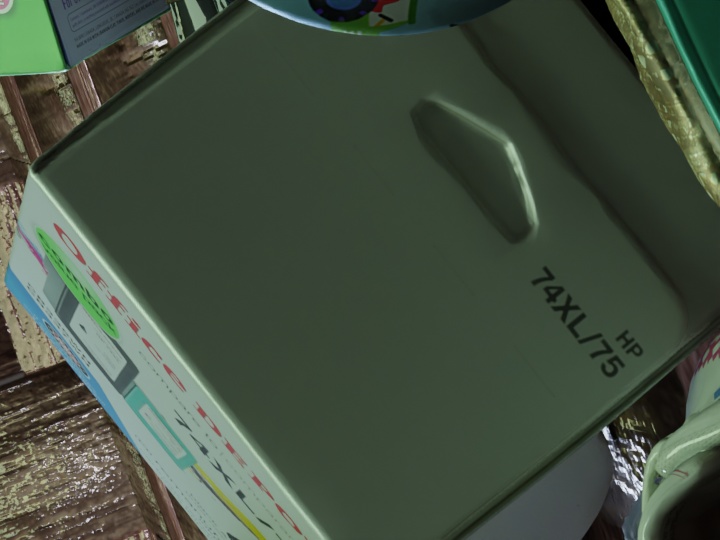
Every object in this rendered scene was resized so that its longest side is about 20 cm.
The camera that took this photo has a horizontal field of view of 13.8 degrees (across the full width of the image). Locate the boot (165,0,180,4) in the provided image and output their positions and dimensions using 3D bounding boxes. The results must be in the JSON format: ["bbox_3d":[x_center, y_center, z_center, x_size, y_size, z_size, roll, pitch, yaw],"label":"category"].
[{"bbox_3d":[-0.021,-0.157,0.786,0.186,0.064,0.200,-102,19,-72],"label":"boot"}]

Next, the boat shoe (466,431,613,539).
[{"bbox_3d":[0.000,0.104,1.049,0.072,0.200,0.069,36,-160,-31],"label":"boat shoe"}]

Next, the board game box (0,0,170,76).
[{"bbox_3d":[-0.103,-0.192,1.095,0.040,0.153,0.200,-1,114,40],"label":"board game box"}]

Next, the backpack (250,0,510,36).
[{"bbox_3d":[0.014,-0.148,0.526,0.200,0.183,0.135,58,156,-16],"label":"backpack"}]

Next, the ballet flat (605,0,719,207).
[{"bbox_3d":[0.068,-0.089,0.656,0.065,0.070,0.200,52,-162,-76],"label":"ballet flat"}]

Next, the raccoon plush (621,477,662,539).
[{"bbox_3d":[0.068,0.172,0.949,0.097,0.134,0.200,-150,40,-75],"label":"raccoon plush"}]

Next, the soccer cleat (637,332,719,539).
[{"bbox_3d":[0.095,0.047,0.707,0.200,0.086,0.070,155,94,-80],"label":"soccer cleat"}]

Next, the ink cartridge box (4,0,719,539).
[{"bbox_3d":[0.000,0.000,0.851,0.147,0.146,0.200,51,168,2],"label":"ink cartridge box"}]

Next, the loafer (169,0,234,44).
[{"bbox_3d":[-0.046,-0.055,1.094,0.073,0.072,0.200,-56,-51,-61],"label":"loafer"}]
